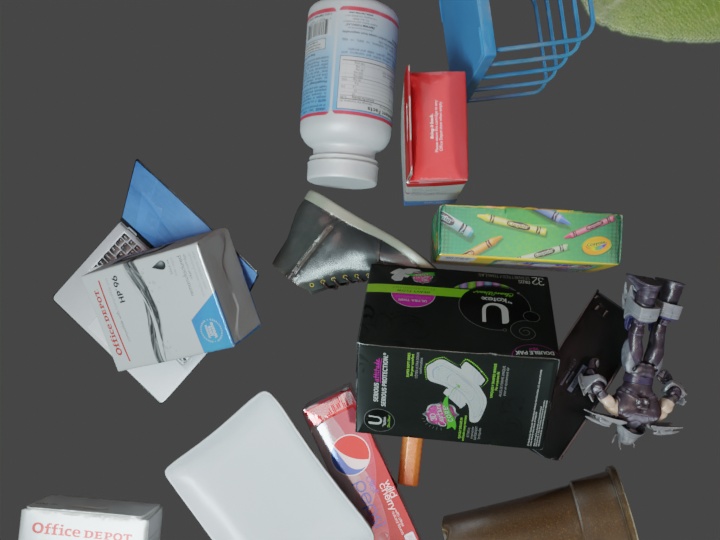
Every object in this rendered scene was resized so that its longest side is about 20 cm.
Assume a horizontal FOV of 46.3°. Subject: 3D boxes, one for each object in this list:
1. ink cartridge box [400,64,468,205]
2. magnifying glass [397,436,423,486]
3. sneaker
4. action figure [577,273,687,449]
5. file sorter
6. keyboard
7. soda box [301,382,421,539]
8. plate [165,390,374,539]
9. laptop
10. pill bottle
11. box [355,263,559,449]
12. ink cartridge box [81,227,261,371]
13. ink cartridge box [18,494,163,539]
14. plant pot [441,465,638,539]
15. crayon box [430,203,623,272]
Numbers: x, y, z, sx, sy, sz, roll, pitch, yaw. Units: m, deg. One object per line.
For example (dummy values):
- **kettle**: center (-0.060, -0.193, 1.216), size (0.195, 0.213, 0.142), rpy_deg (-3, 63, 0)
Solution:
- **ink cartridge box**: center (0.079, -0.143, 0.922), size (0.066, 0.200, 0.118), rpy_deg (-2, 86, 1)
- **magnifying glass**: center (0.067, 0.151, 0.995), size (0.078, 0.022, 0.203), rpy_deg (7, 85, 2)
- **sneaker**: center (0.000, 0.000, 0.985), size (0.199, 0.075, 0.107), rpy_deg (31, 92, 12)
- **action figure**: center (0.320, 0.108, 0.961), size (0.128, 0.069, 0.203), rpy_deg (8, 96, -19)
- **file sorter**: center (0.166, -0.279, 0.933), size (0.121, 0.200, 0.141), rpy_deg (-7, 86, -3)
- **keyboard**: center (0.234, 0.112, 0.994), size (0.126, 0.021, 0.201), rpy_deg (35, 87, -3)
- **soda box**: center (0.003, 0.234, 0.964), size (0.063, 0.070, 0.202), rpy_deg (-24, 87, -1)
- **plate**: center (-0.102, 0.257, 0.950), size (0.200, 0.032, 0.200), rpy_deg (-40, 85, 29)
- **laptop**: center (-0.240, 0.019, 0.961), size (0.187, 0.116, 0.200), rpy_deg (42, 88, 4)
- **pill bottle**: center (-0.014, -0.201, 0.974), size (0.107, 0.109, 0.203), rpy_deg (4, 87, 1)
- **box**: center (0.098, 0.088, 0.895), size (0.197, 0.149, 0.126), rpy_deg (5, 124, 4)
- **ink cartridge box**: center (-0.222, 0.037, 0.917), size (0.198, 0.068, 0.117), rpy_deg (-14, 101, 25)
- **ink cartridge box**: center (-0.310, 0.368, 0.954), size (0.144, 0.086, 0.203), rpy_deg (5, 85, 1)
- **plant pot**: center (0.195, 0.326, 0.904), size (0.196, 0.200, 0.203), rpy_deg (-11, 86, 9)
- **crayon box**: center (0.182, -0.034, 0.954), size (0.197, 0.119, 0.059), rpy_deg (3, 86, 1)
